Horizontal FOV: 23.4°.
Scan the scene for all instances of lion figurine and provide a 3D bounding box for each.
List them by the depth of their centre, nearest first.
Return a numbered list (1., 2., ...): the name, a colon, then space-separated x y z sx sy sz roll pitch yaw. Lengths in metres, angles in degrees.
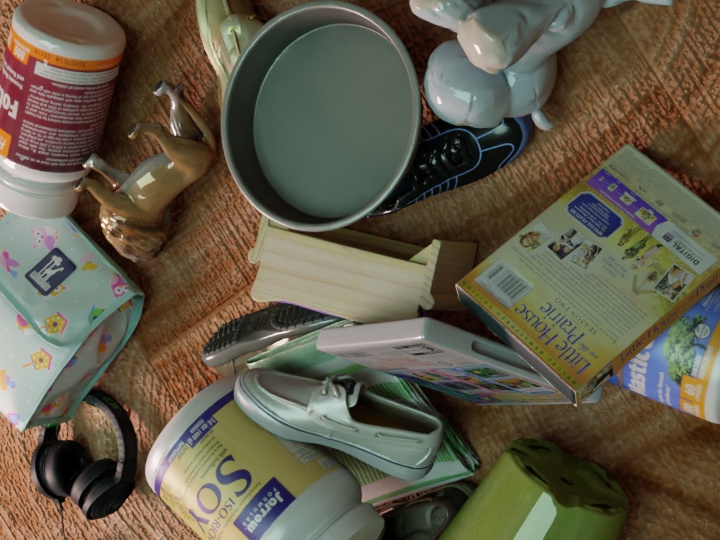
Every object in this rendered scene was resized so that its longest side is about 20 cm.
1. lion figurine: -0.199 -0.093 1.724 0.122 0.073 0.200 37 122 -24

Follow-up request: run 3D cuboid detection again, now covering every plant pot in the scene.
1. plant pot: 0.148 0.261 1.575 0.200 0.200 0.191 31 108 20

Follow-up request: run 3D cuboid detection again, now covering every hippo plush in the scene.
1. hippo plush: 0.118 -0.208 1.457 0.160 0.199 0.161 60 155 23

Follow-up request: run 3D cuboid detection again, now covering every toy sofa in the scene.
1. toy sofa: 0.000 0.000 1.610 0.199 0.083 0.098 14 95 28

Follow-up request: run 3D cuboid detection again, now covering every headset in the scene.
1. headset: -0.299 0.230 1.919 0.123 0.094 0.201 20 101 30

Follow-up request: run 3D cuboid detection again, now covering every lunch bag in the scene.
1. lunch bag: -0.334 0.041 1.833 0.170 0.122 0.200 44 113 17

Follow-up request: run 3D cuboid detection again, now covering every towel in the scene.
1. towel: 0.003 0.139 1.667 0.152 0.023 0.200 -23 115 36

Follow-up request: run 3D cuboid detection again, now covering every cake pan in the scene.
1. cake pan: -0.030 -0.133 1.519 0.199 0.037 0.202 -1 87 28

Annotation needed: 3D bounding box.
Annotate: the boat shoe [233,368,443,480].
1. boat shoe: -0.018 0.126 1.607 0.199 0.071 0.070 23 127 3

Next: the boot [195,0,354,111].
1. boot: -0.065 -0.211 1.600 0.155 0.073 0.201 -14 86 28

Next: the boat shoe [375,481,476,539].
1. boat shoe: 0.030 0.264 1.697 0.200 0.072 0.072 -29 78 35

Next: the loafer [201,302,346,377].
1. loafer: -0.063 0.067 1.704 0.199 0.075 0.070 -19 119 36

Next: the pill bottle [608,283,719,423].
1. pill bottle: 0.233 0.044 1.472 0.199 0.112 0.113 20 117 25

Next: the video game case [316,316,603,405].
1. video game case: 0.082 0.081 1.514 0.200 0.181 0.024 -10 63 62

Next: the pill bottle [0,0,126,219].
1. pill bottle: -0.311 -0.160 1.747 0.114 0.114 0.201 30 120 20

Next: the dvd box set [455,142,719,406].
1. dvd box set: 0.198 0.000 1.422 0.146 0.200 0.029 42 163 31

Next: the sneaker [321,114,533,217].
1. sneaker: 0.057 -0.091 1.541 0.199 0.078 0.070 -21 105 24

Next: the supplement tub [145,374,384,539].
1. supplement tub: -0.090 0.212 1.646 0.200 0.145 0.146 42 124 18

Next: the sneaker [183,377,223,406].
1. sneaker: -0.124 0.211 1.787 0.084 0.075 0.201 -22 84 34
